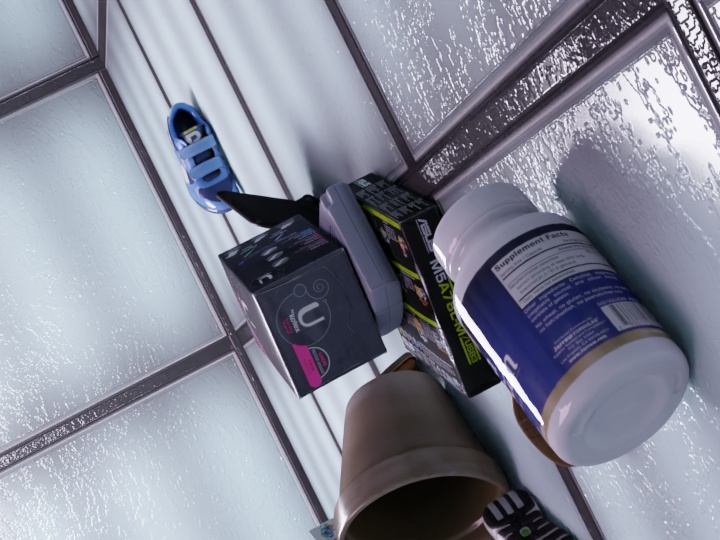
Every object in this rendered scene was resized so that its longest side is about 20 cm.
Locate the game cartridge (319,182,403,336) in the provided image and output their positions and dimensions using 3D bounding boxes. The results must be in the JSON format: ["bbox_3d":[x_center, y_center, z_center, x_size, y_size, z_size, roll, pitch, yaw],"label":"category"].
[{"bbox_3d":[0.000,0.000,1.652,0.200,0.040,0.134,97,150,-75],"label":"game cartridge"}]

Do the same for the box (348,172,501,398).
[{"bbox_3d":[0.058,0.011,1.606,0.195,0.047,0.200,70,168,-17],"label":"box"}]

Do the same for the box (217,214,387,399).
[{"bbox_3d":[-0.063,0.032,1.659,0.123,0.105,0.200,66,171,-16],"label":"box"}]

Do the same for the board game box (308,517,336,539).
[{"bbox_3d":[0.060,0.333,1.913,0.149,0.198,0.064,65,168,-12],"label":"board game box"}]

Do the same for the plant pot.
[{"bbox_3d":[0.056,0.214,1.773,0.201,0.197,0.175,76,179,-48],"label":"plant pot"}]

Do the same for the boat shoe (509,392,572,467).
[{"bbox_3d":[0.145,0.067,1.322,0.201,0.072,0.072,57,-158,-19],"label":"boat shoe"}]

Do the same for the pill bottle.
[{"bbox_3d":[0.133,0.031,1.140,0.201,0.110,0.112,55,166,38],"label":"pill bottle"}]

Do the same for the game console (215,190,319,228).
[{"bbox_3d":[-0.071,-0.023,1.932,0.178,0.115,0.200,68,168,-20],"label":"game console"}]

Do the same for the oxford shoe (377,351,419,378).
[{"bbox_3d":[0.056,0.151,1.892,0.071,0.071,0.200,47,173,19],"label":"oxford shoe"}]

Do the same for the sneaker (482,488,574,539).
[{"bbox_3d":[0.193,0.313,1.628,0.116,0.075,0.200,63,180,-26],"label":"sneaker"}]

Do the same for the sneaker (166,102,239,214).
[{"bbox_3d":[-0.253,-0.177,2.529,0.201,0.073,0.082,58,166,21],"label":"sneaker"}]
